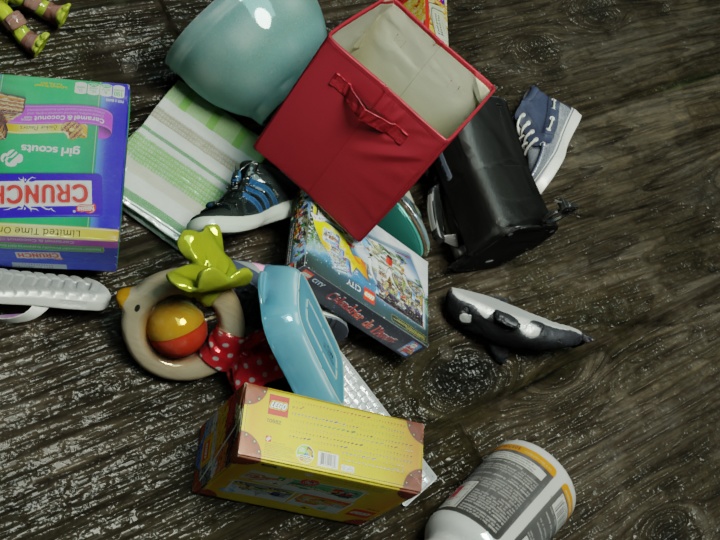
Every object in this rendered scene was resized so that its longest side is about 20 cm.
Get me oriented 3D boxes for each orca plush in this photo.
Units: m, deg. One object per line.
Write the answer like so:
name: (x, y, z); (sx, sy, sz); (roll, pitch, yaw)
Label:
orca plush: (0.195, 0.084, 1.302); (0.200, 0.071, 0.105); (14, 15, -25)

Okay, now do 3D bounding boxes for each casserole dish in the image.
casserole dish: (-0.058, 0.079, 1.085); (0.039, 0.200, 0.121); (-14, 38, 10)

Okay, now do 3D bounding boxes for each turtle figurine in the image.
turtle figurine: (-0.431, -0.318, 1.167); (0.161, 0.064, 0.200); (36, 46, -16)

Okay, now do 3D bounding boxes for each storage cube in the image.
storage cube: (0.015, -0.175, 1.156); (0.171, 0.180, 0.200); (41, 39, 0)

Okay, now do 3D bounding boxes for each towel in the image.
towel: (-0.210, -0.123, 1.209); (0.149, 0.031, 0.200); (36, 52, -10)

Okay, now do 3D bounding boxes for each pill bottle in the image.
pill bottle: (0.143, 0.289, 1.120); (0.200, 0.116, 0.116); (-36, 85, -36)

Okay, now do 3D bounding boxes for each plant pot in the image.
plant pot: (-0.116, -0.263, 1.225); (0.134, 0.200, 0.200); (50, 54, -3)

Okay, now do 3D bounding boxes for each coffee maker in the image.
coffee maker: (0.171, -0.123, 1.301); (0.135, 0.192, 0.200); (7, 60, -58)

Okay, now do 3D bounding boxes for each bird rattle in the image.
bird rattle: (-0.170, 0.056, 1.078); (0.163, 0.200, 0.113); (-15, 34, 1)

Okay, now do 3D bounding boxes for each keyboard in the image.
keyboard: (0.009, 0.178, 1.173); (0.056, 0.011, 0.200); (-34, 83, -36)

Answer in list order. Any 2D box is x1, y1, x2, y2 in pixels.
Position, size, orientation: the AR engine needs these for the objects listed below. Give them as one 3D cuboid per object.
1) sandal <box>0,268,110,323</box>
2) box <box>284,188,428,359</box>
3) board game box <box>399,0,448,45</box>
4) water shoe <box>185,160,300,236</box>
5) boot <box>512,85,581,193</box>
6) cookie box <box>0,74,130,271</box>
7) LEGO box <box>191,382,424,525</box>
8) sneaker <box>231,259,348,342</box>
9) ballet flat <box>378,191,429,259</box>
sandal: (-0.358, 0.031, 1.032); (0.202, 0.082, 0.050); (7, 105, -26)
box: (0.000, 0.000, 1.191); (0.200, 0.038, 0.137); (35, 41, -30)
board game box: (0.049, -0.263, 1.331); (0.046, 0.151, 0.200); (22, 55, -37)
water shoe: (-0.138, -0.086, 1.169); (0.200, 0.071, 0.079); (-24, 101, -58)
boot: (0.249, -0.184, 1.455); (0.090, 0.073, 0.200); (31, 47, -1)
cookie box: (-0.338, -0.106, 1.080); (0.171, 0.075, 0.200); (3, 64, -12)
LEGO box: (-0.055, 0.196, 1.046); (0.200, 0.149, 0.077); (16, 59, -20)
sneaker: (-0.105, 0.019, 1.169); (0.200, 0.070, 0.082); (25, 44, -21)
ballet flat: (0.026, -0.101, 1.292); (0.200, 0.074, 0.074); (47, 54, -1)
